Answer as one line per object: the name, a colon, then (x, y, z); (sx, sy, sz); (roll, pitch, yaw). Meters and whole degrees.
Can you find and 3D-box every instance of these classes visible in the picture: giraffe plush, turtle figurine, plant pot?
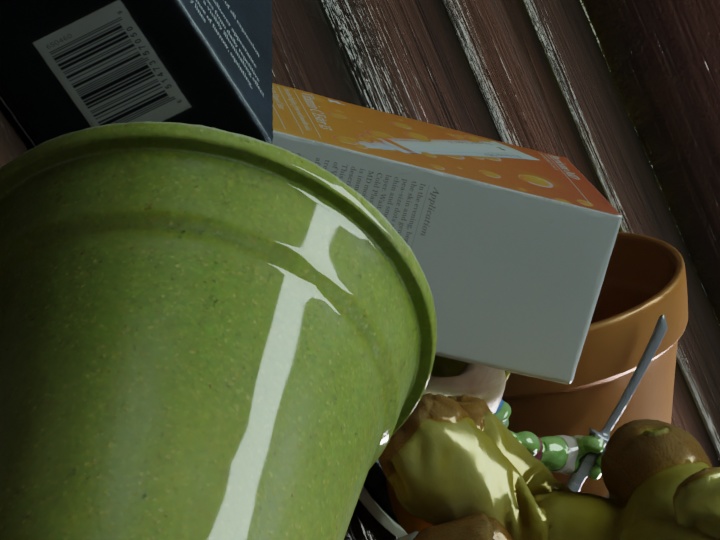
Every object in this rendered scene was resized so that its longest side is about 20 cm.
giraffe plush: (0.121, 0.137, 1.220); (0.201, 0.161, 0.172); (70, 14, 12)
turtle figurine: (0.134, 0.159, 1.535); (0.144, 0.198, 0.195); (-130, -151, -62)
plant pot: (-0.078, 0.079, 0.923); (0.201, 0.199, 0.185); (56, 28, -34)
plant pot: (0.134, 0.073, 1.686); (0.200, 0.198, 0.141); (-74, 154, -69)

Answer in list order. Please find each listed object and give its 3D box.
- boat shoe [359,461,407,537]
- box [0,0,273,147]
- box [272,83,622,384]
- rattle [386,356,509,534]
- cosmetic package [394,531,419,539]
boat shoe: (0.005, 0.072, 1.437); (0.201, 0.067, 0.072); (63, 13, -18)
box: (-0.123, -0.148, 1.241); (0.149, 0.106, 0.201); (57, 18, -31)
box: (0.020, -0.023, 1.306); (0.124, 0.198, 0.098); (-120, -135, -70)
rattle: (-0.017, 0.085, 1.326); (0.130, 0.143, 0.200); (44, 30, 15)
cosmetic package: (0.012, 0.226, 1.186); (0.113, 0.081, 0.200); (62, 16, -14)
